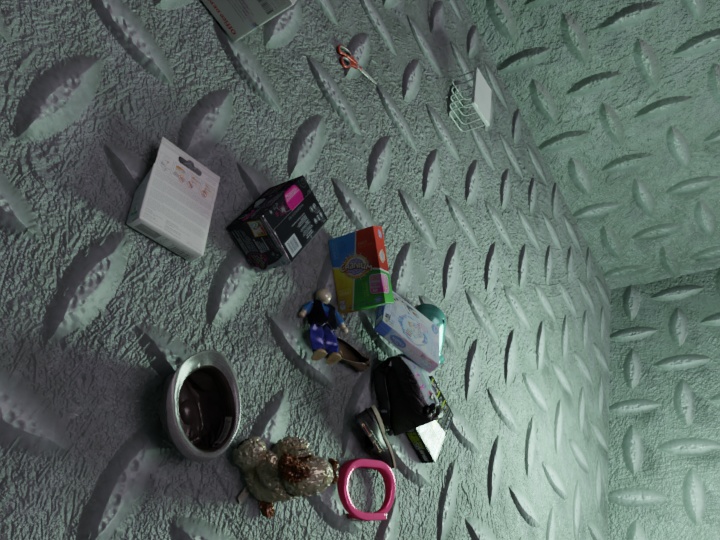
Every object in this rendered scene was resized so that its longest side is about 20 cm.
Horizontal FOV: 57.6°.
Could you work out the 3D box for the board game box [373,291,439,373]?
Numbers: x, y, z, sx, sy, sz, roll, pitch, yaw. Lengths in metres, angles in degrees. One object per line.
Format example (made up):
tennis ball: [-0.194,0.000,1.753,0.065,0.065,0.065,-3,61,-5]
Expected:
board game box: [0.132,0.161,1.805,0.199,0.043,0.200,38,24,-10]

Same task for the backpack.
backpack: [0.121,0.324,1.759,0.127,0.167,0.200,7,58,-63]

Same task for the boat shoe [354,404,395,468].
boat shoe: [0.039,0.433,1.667,0.074,0.063,0.202,47,-20,60]

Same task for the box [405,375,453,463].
box: [0.196,0.431,1.908,0.160,0.044,0.200,60,36,-20]

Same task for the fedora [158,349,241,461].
fedora: [-0.306,0.248,1.202,0.177,0.090,0.200,-31,109,-54]

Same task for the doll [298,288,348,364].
doll: [-0.085,0.130,1.585,0.136,0.048,0.200,19,43,-28]

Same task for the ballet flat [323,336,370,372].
ballet flat: [-0.038,0.205,1.651,0.200,0.046,0.067,39,47,-41]

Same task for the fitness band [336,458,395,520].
fitness band: [0.018,0.536,1.602,0.200,0.037,0.144,22,60,-45]

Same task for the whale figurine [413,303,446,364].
whale figurine: [0.218,0.196,1.976,0.159,0.104,0.200,-21,94,-57]

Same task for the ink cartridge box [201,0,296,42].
ink cartridge box: [-0.252,-0.672,1.544,0.147,0.200,0.145,51,38,-31]

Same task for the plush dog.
plush dog: [-0.137,0.410,1.312,0.200,0.172,0.161,19,62,-52]

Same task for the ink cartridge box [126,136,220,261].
ink cartridge box: [-0.369,-0.141,1.310,0.161,0.050,0.200,36,45,-43]

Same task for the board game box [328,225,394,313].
board game box: [0.000,0.000,1.693,0.040,0.153,0.200,4,74,-53]

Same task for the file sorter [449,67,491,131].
file sorter: [0.437,-0.676,2.621,0.139,0.124,0.200,42,46,-41]

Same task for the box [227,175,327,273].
box: [-0.185,-0.106,1.498,0.132,0.115,0.200,61,37,-22]

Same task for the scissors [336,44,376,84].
scissors: [-0.008,-0.647,2.059,0.200,0.014,0.073,7,70,-53]
